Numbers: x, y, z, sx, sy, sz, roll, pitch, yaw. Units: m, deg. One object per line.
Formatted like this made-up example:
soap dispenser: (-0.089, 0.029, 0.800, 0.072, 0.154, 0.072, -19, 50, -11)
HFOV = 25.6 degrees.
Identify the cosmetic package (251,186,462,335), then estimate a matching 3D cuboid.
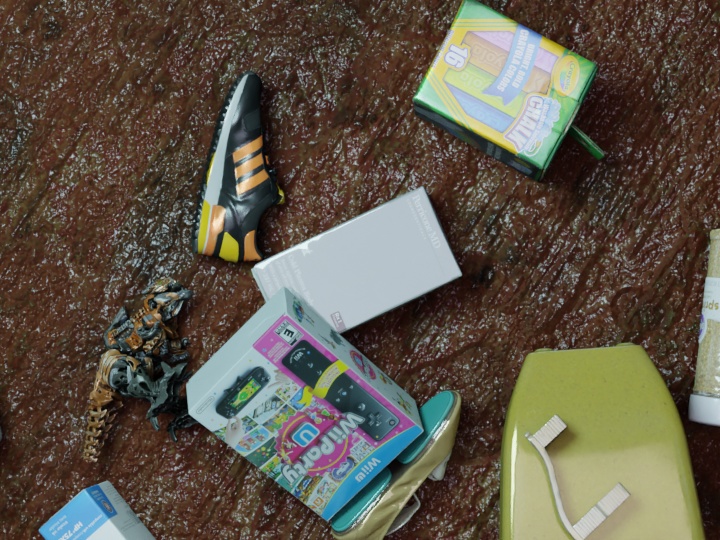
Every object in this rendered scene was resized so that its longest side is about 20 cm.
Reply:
cosmetic package: (0.000, 0.000, 1.658, 0.199, 0.090, 0.108, -27, 89, 6)

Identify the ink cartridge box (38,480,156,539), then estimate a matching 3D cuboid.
ink cartridge box: (-0.235, 0.319, 1.645, 0.067, 0.116, 0.200, -40, 85, 0)

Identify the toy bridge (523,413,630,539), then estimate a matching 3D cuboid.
toy bridge: (0.222, 0.225, 1.476, 0.067, 0.027, 0.200, -42, 78, -4)

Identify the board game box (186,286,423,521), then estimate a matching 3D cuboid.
board game box: (-0.056, 0.138, 1.615, 0.148, 0.064, 0.200, -44, 114, 12)

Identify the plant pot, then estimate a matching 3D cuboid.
plant pot: (0.228, 0.179, 1.592, 0.193, 0.194, 0.202, -5, 82, 3)

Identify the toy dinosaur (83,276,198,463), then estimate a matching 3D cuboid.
toy dinosaur: (-0.228, 0.110, 1.678, 0.135, 0.102, 0.202, 28, 105, 27)

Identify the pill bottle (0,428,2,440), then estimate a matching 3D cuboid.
pill bottle: (-0.455, 0.100, 1.670, 0.111, 0.112, 0.202, -16, 86, 3)

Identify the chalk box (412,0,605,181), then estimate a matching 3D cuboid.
chalk box: (0.168, -0.175, 1.637, 0.199, 0.124, 0.125, 28, 90, 3)

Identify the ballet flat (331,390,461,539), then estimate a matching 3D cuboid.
ballet flat: (0.050, 0.214, 1.668, 0.063, 0.069, 0.200, 40, 93, -24)

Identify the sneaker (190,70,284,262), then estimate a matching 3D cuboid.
sneaker: (-0.118, -0.107, 1.686, 0.089, 0.070, 0.202, 14, 89, -11)

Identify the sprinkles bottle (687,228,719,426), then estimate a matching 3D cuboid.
sprinkles bottle: (0.384, 0.060, 1.641, 0.067, 0.068, 0.202, 7, 88, 4)
